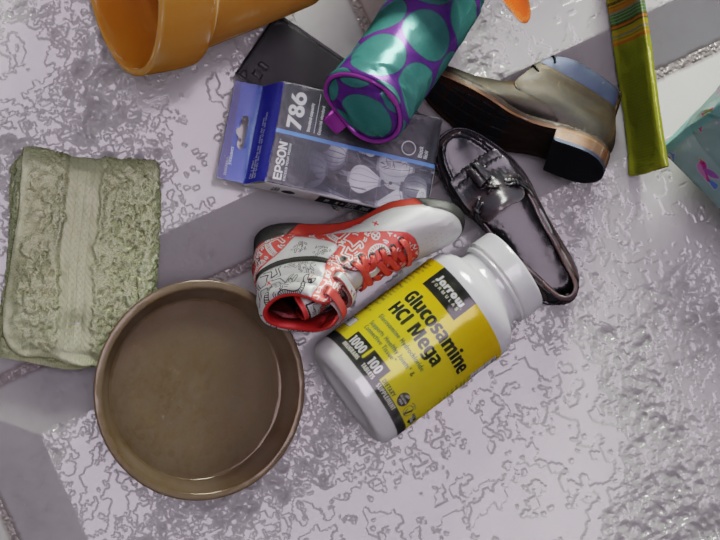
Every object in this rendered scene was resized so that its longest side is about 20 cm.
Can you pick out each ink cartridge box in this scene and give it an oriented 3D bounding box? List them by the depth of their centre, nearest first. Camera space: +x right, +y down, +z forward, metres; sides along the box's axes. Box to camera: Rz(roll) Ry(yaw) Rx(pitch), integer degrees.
[{"bbox_3d":[-0.028,-0.113,1.615,0.199,0.039,0.100,11,81,-10],"label":"ink cartridge box"}]

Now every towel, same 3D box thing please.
[{"bbox_3d":[-0.254,-0.009,1.594,0.147,0.036,0.202,5,86,-10],"label":"towel"},{"bbox_3d":[0.261,-0.193,1.662,0.018,0.086,0.202,-8,88,-9],"label":"towel"}]

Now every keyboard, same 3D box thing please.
[{"bbox_3d":[-0.032,-0.137,1.647,0.199,0.021,0.127,35,76,-5],"label":"keyboard"}]

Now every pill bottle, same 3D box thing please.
[{"bbox_3d":[0.065,0.057,1.602,0.200,0.112,0.113,-37,92,-10],"label":"pill bottle"}]

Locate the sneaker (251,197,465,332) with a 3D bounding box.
[{"bbox_3d":[0.000,0.001,1.580,0.200,0.067,0.108,-8,45,6],"label":"sneaker"}]

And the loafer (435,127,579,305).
[{"bbox_3d":[0.144,-0.052,1.640,0.072,0.063,0.200,-38,97,-2],"label":"loafer"}]

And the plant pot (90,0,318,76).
[{"bbox_3d":[-0.133,-0.287,1.564,0.182,0.200,0.202,-12,88,-25],"label":"plant pot"}]

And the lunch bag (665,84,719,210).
[{"bbox_3d":[0.414,-0.128,1.664,0.171,0.122,0.200,48,54,0],"label":"lunch bag"}]

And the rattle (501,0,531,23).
[{"bbox_3d":[0.065,-0.304,1.523,0.130,0.143,0.200,-43,68,-16],"label":"rattle"}]

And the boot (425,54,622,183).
[{"bbox_3d":[0.156,-0.166,1.667,0.199,0.075,0.097,27,59,0],"label":"boot"}]

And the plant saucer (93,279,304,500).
[{"bbox_3d":[-0.148,0.109,1.590,0.199,0.029,0.202,-1,92,-21],"label":"plant saucer"}]

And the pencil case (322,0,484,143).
[{"bbox_3d":[0.042,-0.210,1.599,0.085,0.092,0.200,50,52,-24],"label":"pencil case"}]
